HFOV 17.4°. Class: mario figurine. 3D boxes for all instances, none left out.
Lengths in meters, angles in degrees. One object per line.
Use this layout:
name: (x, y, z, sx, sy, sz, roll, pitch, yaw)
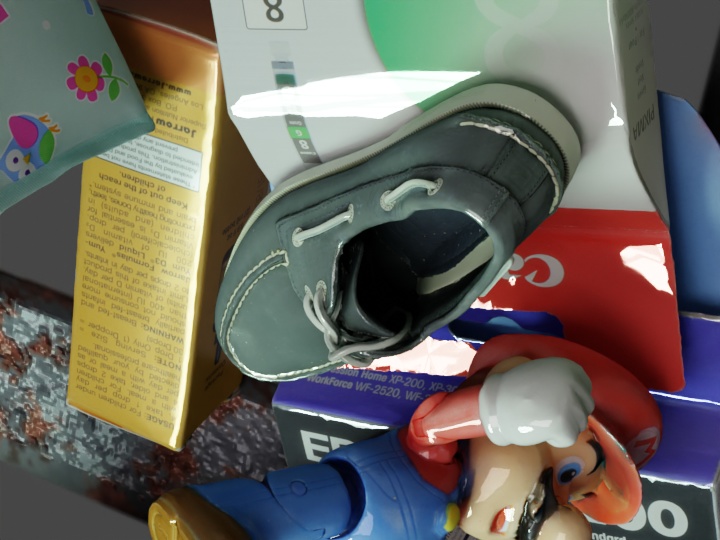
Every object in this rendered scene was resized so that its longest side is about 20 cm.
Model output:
mario figurine: (0.028, 0.093, 0.858, 0.123, 0.200, 0.106, -4, 105, 69)

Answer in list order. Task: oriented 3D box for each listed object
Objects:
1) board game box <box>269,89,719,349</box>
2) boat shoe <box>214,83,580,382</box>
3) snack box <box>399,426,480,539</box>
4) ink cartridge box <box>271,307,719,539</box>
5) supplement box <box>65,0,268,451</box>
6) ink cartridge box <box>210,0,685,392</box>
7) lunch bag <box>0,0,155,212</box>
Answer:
board game box: (0.063, -0.033, 0.941, 0.200, 0.039, 0.158, 19, 130, 12)
boat shoe: (0.000, 0.000, 0.871, 0.073, 0.062, 0.200, 41, 138, -15)
snack box: (-0.001, 0.159, 1.015, 0.142, 0.053, 0.200, 46, 138, -11)
ink cartridge box: (0.064, 0.091, 0.983, 0.198, 0.043, 0.200, 8, 132, 24)
supplement box: (-0.080, -0.026, 1.009, 0.069, 0.067, 0.200, 18, 121, 19)
ink cartridge box: (0.032, -0.040, 0.880, 0.161, 0.050, 0.200, 3, 113, 26)
lunch bag: (-0.204, -0.079, 0.890, 0.122, 0.200, 0.170, -11, 107, 52)
